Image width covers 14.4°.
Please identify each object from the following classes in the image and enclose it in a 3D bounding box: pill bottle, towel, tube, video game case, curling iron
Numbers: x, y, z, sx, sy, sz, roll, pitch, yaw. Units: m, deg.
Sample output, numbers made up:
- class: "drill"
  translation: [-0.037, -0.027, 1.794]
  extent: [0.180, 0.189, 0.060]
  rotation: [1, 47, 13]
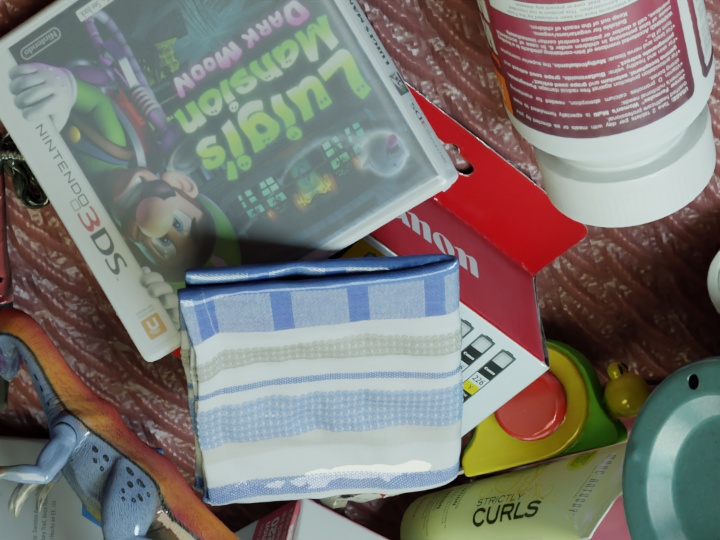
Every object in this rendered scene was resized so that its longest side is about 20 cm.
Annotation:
- class: "pill bottle"
  translation: [0.116, -0.125, 1.408]
  extent: [0.109, 0.110, 0.201]
  rotation: [-12, 129, 6]
- class: "towel"
  translation: [-0.019, 0.060, 1.471]
  extent: [0.146, 0.024, 0.200]
  rotation: [-4, 144, -2]
- class: "tube"
  translation: [0.092, 0.134, 1.600]
  extent: [0.052, 0.058, 0.200]
  rotation: [5, 166, -29]
- class: "video game case"
  translation: [-0.077, -0.076, 1.423]
  extent: [0.200, 0.023, 0.182]
  rotation: [-30, 92, 26]
- class: "curling iron"
  translation: [-0.190, 0.006, 1.552]
  extent: [0.049, 0.026, 0.201]
  rotation: [9, 129, -7]

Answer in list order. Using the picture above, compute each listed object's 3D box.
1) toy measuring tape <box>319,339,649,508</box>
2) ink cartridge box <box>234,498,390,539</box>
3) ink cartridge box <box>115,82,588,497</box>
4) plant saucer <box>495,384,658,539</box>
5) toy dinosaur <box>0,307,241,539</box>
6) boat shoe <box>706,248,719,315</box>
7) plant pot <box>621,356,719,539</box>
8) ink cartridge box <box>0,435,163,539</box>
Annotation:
- class: "toy measuring tape"
  translation: [0.066, 0.081, 1.609]
  extent: [0.199, 0.074, 0.074]
  rotation: [-15, 130, 18]
- class: "ink cartridge box"
  translation: [-0.041, 0.224, 1.671]
  extent: [0.145, 0.085, 0.200]
  rotation: [29, 140, -25]
- class: "ink cartridge box"
  translation: [0.000, 0.000, 1.522]
  extent: [0.200, 0.084, 0.175]
  rotation: [35, 119, -27]
- class: "plant saucer"
  translation: [0.174, 0.156, 1.685]
  extent: [0.199, 0.051, 0.201]
  rotation: [-1, 130, -1]
- class: "toy dinosaur"
  translation: [-0.136, 0.102, 1.531]
  extent: [0.199, 0.182, 0.105]
  rotation: [-11, 175, -5]
- class: "boat shoe"
  translation: [0.284, -0.020, 1.552]
  extent: [0.199, 0.073, 0.062]
  rotation: [-21, 171, 5]
- class: "plant pot"
  translation: [0.247, 0.116, 1.514]
  extent: [0.187, 0.200, 0.200]
  rotation: [2, 136, -42]
- class: "ink cartridge box"
  translation: [-0.215, 0.173, 1.605]
  extent: [0.199, 0.146, 0.084]
  rotation: [5, 148, -8]
